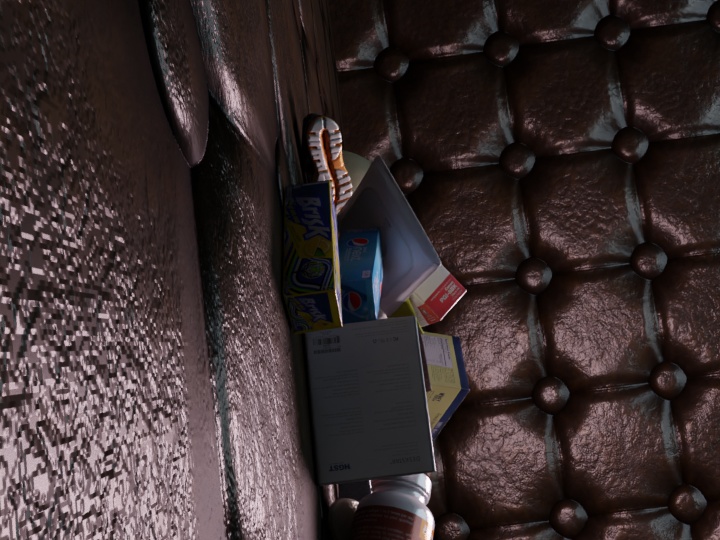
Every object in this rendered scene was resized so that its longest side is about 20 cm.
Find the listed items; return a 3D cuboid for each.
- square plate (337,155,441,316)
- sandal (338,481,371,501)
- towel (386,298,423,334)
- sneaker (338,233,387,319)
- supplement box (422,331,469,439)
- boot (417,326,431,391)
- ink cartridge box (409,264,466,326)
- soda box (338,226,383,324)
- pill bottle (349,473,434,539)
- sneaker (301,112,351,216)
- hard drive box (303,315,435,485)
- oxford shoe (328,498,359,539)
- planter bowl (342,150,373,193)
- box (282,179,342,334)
[{"bbox_3d":[0.031,-0.048,1.210,0.202,0.028,0.198,61,-32,14],"label":"square plate"},{"bbox_3d":[-0.009,0.302,1.206,0.043,0.075,0.204,67,26,-75],"label":"sandal"},{"bbox_3d":[0.044,0.023,1.267,0.203,0.018,0.086,67,-26,6],"label":"towel"},{"bbox_3d":[0.000,0.000,1.336,0.201,0.072,0.085,55,-49,25],"label":"sneaker"},{"bbox_3d":[0.094,0.237,1.579,0.201,0.196,0.136,115,-22,-44],"label":"supplement box"},{"bbox_3d":[0.022,0.183,1.087,0.073,0.163,0.203,77,6,-67],"label":"boot"},{"bbox_3d":[0.090,0.004,1.443,0.200,0.083,0.147,46,-15,-2],"label":"ink cartridge box"},{"bbox_3d":[-0.003,0.003,1.097,0.201,0.063,0.069,-78,162,-66],"label":"soda box"},{"bbox_3d":[0.038,0.369,0.995,0.113,0.110,0.202,80,21,-50],"label":"pill bottle"},{"bbox_3d":[-0.063,-0.176,1.286,0.077,0.077,0.203,-127,-150,-52],"label":"sneaker"},{"bbox_3d":[0.011,0.173,0.998,0.077,0.153,0.204,78,6,-76],"label":"hard drive box"},{"bbox_3d":[-0.011,0.381,1.086,0.201,0.057,0.076,56,42,-53],"label":"oxford shoe"},{"bbox_3d":[-0.020,-0.143,1.467,0.200,0.132,0.204,-7,90,-88],"label":"planter bowl"},{"bbox_3d":[-0.060,-0.023,0.937,0.071,0.063,0.202,81,2,-45],"label":"box"}]
